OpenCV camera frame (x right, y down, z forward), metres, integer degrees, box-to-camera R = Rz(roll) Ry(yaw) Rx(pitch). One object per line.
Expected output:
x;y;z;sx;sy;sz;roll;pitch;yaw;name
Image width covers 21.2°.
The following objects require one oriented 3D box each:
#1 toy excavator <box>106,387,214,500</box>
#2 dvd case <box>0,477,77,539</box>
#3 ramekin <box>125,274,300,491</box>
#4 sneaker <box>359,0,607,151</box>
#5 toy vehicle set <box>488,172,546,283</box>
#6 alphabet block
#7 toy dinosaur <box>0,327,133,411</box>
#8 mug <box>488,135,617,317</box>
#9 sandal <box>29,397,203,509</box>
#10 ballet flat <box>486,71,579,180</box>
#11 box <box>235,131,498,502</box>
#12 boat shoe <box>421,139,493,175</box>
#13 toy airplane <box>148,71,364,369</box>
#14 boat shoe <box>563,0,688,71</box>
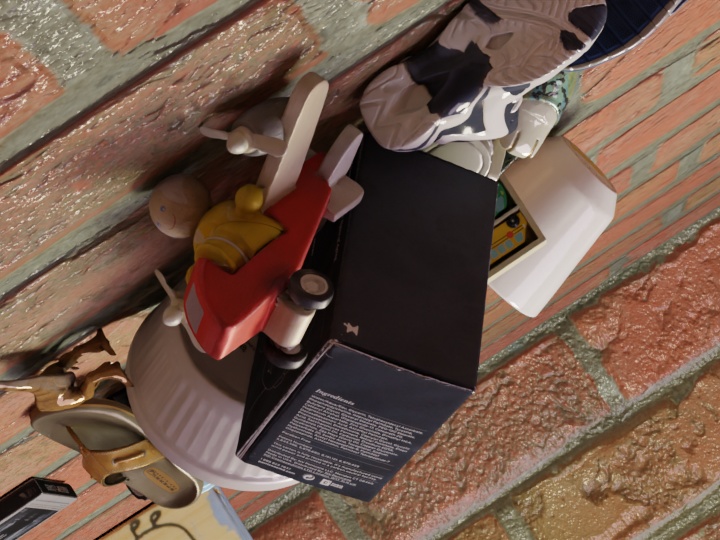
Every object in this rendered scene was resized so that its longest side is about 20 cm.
-0.156;0.125;1.838;0.100;0.196;0.199;-25;-164;-36;toy excavator
-0.413;0.291;2.092;0.199;0.025;0.150;-34;170;1;dvd case
-0.090;0.076;1.609;0.202;0.203;0.094;-26;159;-35;ramekin
0.105;-0.153;1.444;0.199;0.080;0.129;-37;171;19;sneaker
0.057;-0.023;1.781;0.199;0.125;0.027;-34;170;2;toy vehicle set
-0.253;0.430;2.782;0.199;0.196;0.196;-34;168;-4;alphabet block
-0.247;0.095;1.573;0.106;0.061;0.200;-31;170;-3;toy dinosaur
0.177;-0.069;2.012;0.153;0.187;0.149;-44;135;13;mug
-0.220;0.176;1.774;0.080;0.054;0.200;-26;132;27;sandal
0.126;-0.114;1.687;0.074;0.074;0.200;-24;166;-42;ballet flat
0.005;0.038;1.486;0.197;0.123;0.201;126;-22;-51;box
0.024;-0.076;1.575;0.201;0.072;0.060;-25;-150;30;boat shoe
-0.076;-0.037;1.342;0.199;0.140;0.201;152;-41;-86;toy airplane
0.230;-0.225;1.515;0.200;0.072;0.072;-36;171;15;boat shoe
